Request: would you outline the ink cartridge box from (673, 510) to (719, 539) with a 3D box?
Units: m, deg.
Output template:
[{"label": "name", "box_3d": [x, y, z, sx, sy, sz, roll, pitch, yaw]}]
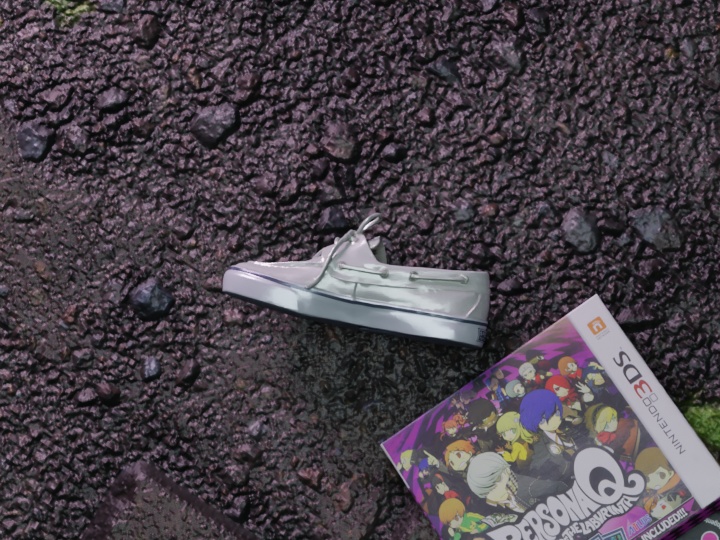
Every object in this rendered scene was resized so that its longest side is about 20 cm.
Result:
[{"label": "ink cartridge box", "box_3d": [0.233, 0.270, 1.491, 0.094, 0.037, 0.201, 23, 88, 12]}]

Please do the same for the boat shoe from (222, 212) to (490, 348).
[{"label": "boat shoe", "box_3d": [0.000, 0.000, 1.548, 0.201, 0.075, 0.086, 10, 84, 8]}]

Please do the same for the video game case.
[{"label": "video game case", "box_3d": [0.143, 0.145, 1.505, 0.200, 0.036, 0.182, -34, 65, 4]}]
